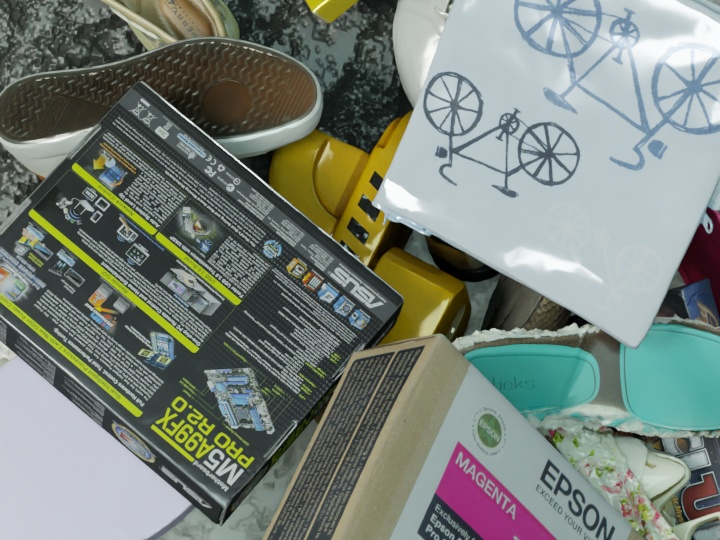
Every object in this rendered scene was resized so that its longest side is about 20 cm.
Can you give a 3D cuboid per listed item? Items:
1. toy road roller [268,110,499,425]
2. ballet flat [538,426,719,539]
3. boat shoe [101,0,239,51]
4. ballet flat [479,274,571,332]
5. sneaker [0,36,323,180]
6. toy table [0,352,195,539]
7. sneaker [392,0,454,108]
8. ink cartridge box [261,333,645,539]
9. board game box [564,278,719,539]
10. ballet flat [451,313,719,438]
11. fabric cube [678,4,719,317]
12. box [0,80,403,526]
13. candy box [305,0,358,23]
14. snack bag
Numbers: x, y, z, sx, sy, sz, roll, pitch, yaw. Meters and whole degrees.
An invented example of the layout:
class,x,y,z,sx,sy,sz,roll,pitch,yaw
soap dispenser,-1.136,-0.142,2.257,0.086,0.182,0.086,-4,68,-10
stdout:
class,x,y,z,sx,sy,sz,roll,pitch,yaw
toy road roller,0.000,0.000,1.657,0.145,0.123,0.201,25,82,10
ballet flat,0.179,0.149,1.610,0.064,0.076,0.200,-38,79,6
boat shoe,-0.148,-0.198,1.679,0.200,0.063,0.073,41,86,-1
ballet flat,0.094,0.055,1.662,0.046,0.067,0.201,17,112,-16
sneaker,-0.112,-0.087,1.657,0.199,0.085,0.073,-2,63,15
toy table,-0.158,0.116,1.594,0.199,0.117,0.185,-20,75,-15
sneaker,0.065,-0.187,1.687,0.070,0.080,0.201,11,88,-5
ink cartridge box,0.052,0.159,1.504,0.200,0.075,0.165,44,54,-26
board game box,0.172,0.118,1.663,0.135,0.035,0.201,-17,88,38
ballet flat,0.135,0.058,1.590,0.199,0.072,0.072,4,87,-11
fabric cube,0.269,-0.076,1.637,0.196,0.199,0.201,-32,90,-6
box,-0.101,0.016,1.551,0.200,0.044,0.160,39,71,6
candy box,0.031,-0.247,1.662,0.200,0.026,0.102,-38,64,15
snack bag,0.119,-0.077,1.540,0.188,0.021,0.201,29,112,17
